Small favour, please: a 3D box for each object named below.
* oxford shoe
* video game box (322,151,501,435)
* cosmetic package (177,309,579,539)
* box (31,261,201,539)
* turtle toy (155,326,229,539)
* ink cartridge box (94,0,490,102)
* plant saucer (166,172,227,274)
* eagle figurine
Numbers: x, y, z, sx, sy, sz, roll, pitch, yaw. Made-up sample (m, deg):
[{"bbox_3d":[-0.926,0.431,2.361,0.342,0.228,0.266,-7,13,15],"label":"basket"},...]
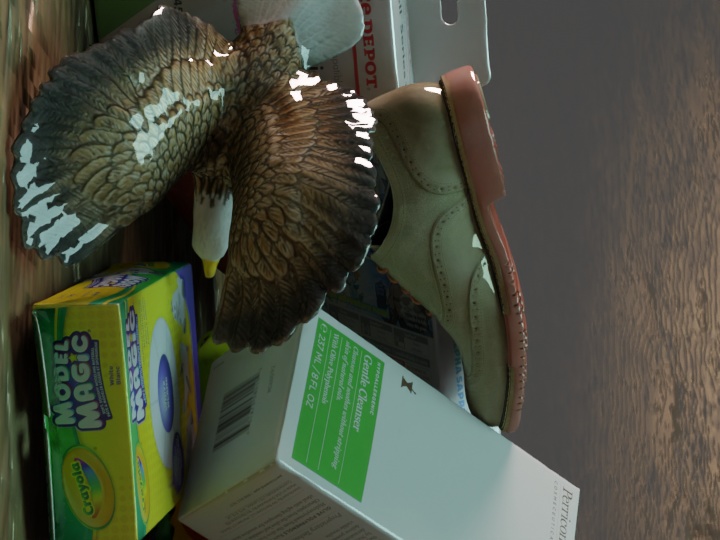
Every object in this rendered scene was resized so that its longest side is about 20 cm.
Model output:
[{"bbox_3d":[0.043,-0.006,1.330,0.071,0.073,0.201,-103,-179,-70],"label":"oxford shoe"},{"bbox_3d":[0.000,0.000,1.453,0.200,0.047,0.183,20,-58,54],"label":"video game box"},{"bbox_3d":[0.013,0.120,1.326,0.200,0.085,0.108,33,44,-26],"label":"cosmetic package"},{"bbox_3d":[-0.118,0.063,1.253,0.200,0.048,0.118,-37,124,-78],"label":"box"},{"bbox_3d":[-0.057,0.121,1.408,0.101,0.145,0.201,38,46,-51],"label":"turtle toy"},{"bbox_3d":[-0.035,-0.137,1.353,0.067,0.199,0.118,-66,152,-72],"label":"ink cartridge box"},{"bbox_3d":[-0.087,-0.101,1.557,0.200,0.036,0.201,63,25,-71],"label":"plant saucer"},{"bbox_3d":[-0.066,-0.057,1.240,0.200,0.151,0.152,-66,136,-70],"label":"eagle figurine"}]
